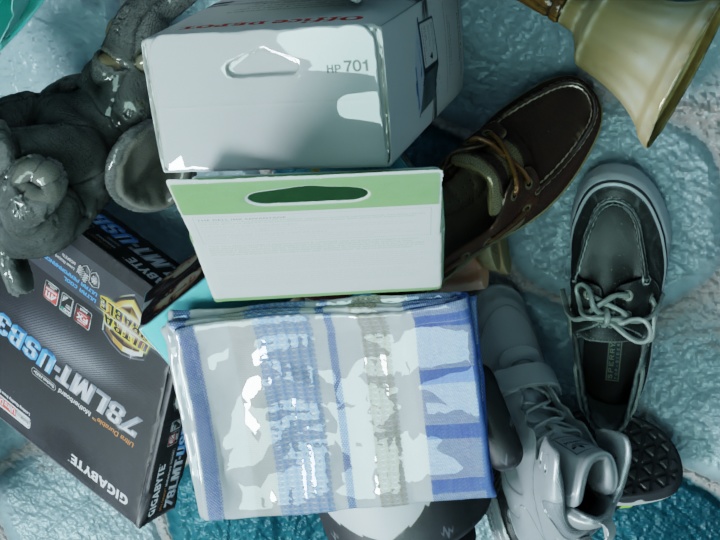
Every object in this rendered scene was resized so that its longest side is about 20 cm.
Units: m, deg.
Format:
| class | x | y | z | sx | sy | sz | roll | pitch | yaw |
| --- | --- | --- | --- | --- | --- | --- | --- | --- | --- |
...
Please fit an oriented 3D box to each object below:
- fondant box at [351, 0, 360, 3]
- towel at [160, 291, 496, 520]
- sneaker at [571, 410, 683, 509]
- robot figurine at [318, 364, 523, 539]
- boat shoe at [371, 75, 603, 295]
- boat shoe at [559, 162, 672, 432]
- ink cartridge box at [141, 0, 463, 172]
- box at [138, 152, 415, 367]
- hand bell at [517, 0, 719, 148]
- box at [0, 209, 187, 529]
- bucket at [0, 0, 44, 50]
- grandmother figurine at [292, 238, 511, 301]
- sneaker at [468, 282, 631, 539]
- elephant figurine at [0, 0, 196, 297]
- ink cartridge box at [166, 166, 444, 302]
| class | x | y | z | sx | sy | sz | roll | pitch | yaw |
| --- | --- | --- | --- | --- | --- | --- | --- | --- | --- |
| fondant box | -0.071 | -0.233 | 0.943 | 0.198 | 0.144 | 0.059 | 24 | 109 | 1 |
| towel | -0.019 | 0.087 | 0.982 | 0.198 | 0.024 | 0.148 | -5 | 109 | 7 |
| sneaker | 0.146 | 0.152 | 1.194 | 0.198 | 0.072 | 0.083 | -1 | 156 | 12 |
| robot figurine | 0.017 | 0.121 | 1.065 | 0.149 | 0.125 | 0.202 | -25 | 107 | -19 |
| boat shoe | 0.082 | -0.054 | 1.006 | 0.200 | 0.072 | 0.072 | -39 | 88 | -6 |
| boat shoe | 0.174 | 0.025 | 1.088 | 0.073 | 0.068 | 0.201 | 9 | 124 | 11 |
| ink cartridge box | -0.028 | -0.127 | 0.963 | 0.145 | 0.200 | 0.087 | 0 | 110 | 17 |
| box | -0.053 | -0.018 | 1.018 | 0.199 | 0.082 | 0.049 | -39 | 106 | 6 |
| hand bell | 0.119 | -0.170 | 0.985 | 0.199 | 0.104 | 0.105 | 30 | 127 | 12 |
| box | -0.203 | 0.058 | 1.175 | 0.199 | 0.050 | 0.200 | 34 | 122 | 26 |
| bucket | -0.284 | -0.239 | 1.013 | 0.205 | 0.135 | 0.209 | 8 | 125 | 11 |
| grandmother figurine | 0.000 | 0.000 | 1.094 | 0.198 | 0.121 | 0.061 | -12 | 74 | 16 |
| sneaker | 0.129 | 0.101 | 1.089 | 0.115 | 0.074 | 0.202 | -21 | 78 | 61 |
| elephant figurine | -0.174 | -0.100 | 1.073 | 0.142 | 0.199 | 0.155 | 61 | 155 | 0 |
| ink cartridge box | -0.025 | -0.035 | 0.872 | 0.144 | 0.048 | 0.200 | -3 | 160 | 1 |
